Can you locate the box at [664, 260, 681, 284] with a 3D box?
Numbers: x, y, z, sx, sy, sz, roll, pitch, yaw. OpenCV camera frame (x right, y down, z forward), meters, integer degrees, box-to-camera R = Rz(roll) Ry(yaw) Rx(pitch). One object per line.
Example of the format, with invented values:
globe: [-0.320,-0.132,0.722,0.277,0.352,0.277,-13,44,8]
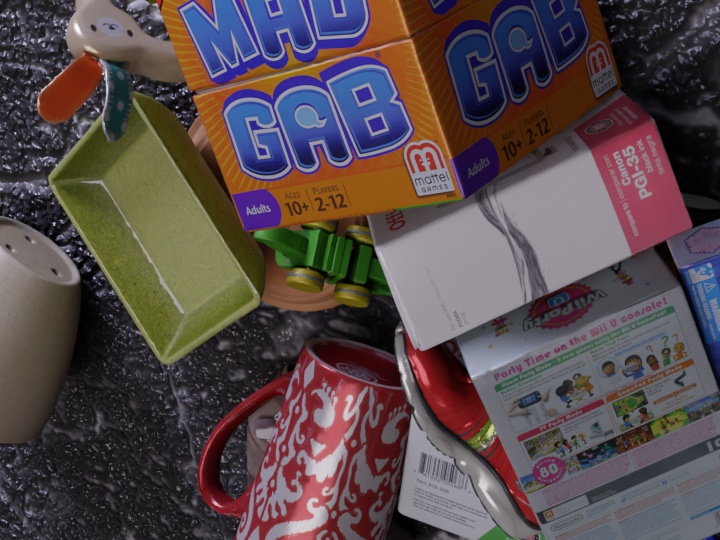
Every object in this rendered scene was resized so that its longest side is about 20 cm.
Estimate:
box: [0.267,0.079,0.993,0.117,0.042,0.202,-7,125,2]

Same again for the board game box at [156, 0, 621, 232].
board game box: [0.017,-0.165,0.913,0.198,0.199,0.202,-6,110,43]

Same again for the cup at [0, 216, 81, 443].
cup: [-0.336,0.038,1.273,0.200,0.200,0.144,39,102,3]

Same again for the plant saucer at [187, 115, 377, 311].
plant saucer: [-0.067,-0.055,1.156,0.198,0.032,0.203,13,123,22]

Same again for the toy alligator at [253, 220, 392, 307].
toy alligator: [0.000,0.000,1.110,0.198,0.060,0.054,17,167,-21]

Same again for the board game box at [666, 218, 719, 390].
board game box: [0.325,0.033,0.917,0.197,0.041,0.201,-20,121,11]

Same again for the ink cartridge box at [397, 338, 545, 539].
ink cartridge box: [0.118,0.117,1.092,0.145,0.083,0.202,18,125,17]

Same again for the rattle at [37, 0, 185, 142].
rattle: [-0.151,-0.200,1.013,0.131,0.200,0.142,50,127,-6]

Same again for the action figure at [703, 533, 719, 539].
action figure: [0.277,0.179,1.092,0.065,0.052,0.201,-31,103,42]

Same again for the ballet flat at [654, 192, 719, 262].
ballet flat: [0.201,-0.023,1.014,0.197,0.068,0.068,-7,110,20]

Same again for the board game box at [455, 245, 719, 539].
board game box: [0.168,0.103,0.933,0.146,0.065,0.202,-24,119,5]

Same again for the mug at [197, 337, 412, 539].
mug: [-0.044,0.162,1.144,0.175,0.134,0.203,17,103,-3]

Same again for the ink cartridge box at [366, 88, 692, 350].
ink cartridge box: [0.105,-0.043,0.947,0.198,0.147,0.084,-24,110,4]

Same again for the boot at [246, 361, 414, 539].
boot: [-0.013,0.174,1.238,0.198,0.070,0.148,23,114,1]

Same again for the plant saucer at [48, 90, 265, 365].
plant saucer: [-0.164,-0.038,1.174,0.201,0.048,0.199,58,144,-1]

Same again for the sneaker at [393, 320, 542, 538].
sneaker: [0.099,0.102,1.005,0.084,0.077,0.201,-31,111,24]
